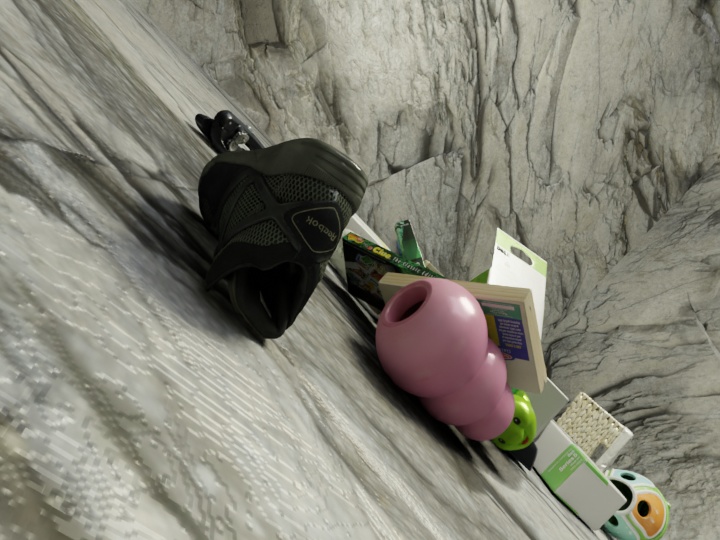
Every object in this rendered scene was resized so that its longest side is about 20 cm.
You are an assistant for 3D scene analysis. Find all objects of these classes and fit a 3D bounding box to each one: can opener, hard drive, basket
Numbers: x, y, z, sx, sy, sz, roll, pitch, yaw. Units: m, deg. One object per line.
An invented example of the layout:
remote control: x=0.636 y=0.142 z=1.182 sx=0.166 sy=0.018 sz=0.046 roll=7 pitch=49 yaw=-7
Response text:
can opener: x=-0.189 y=-0.203 z=0.899 sx=0.079 sy=0.064 sz=0.199 roll=47 pitch=5 yaw=27
hard drive: x=0.222 y=0.238 z=0.928 sx=0.135 sy=0.042 sz=0.200 roll=44 pitch=6 yaw=-20
basket: x=0.595 y=0.455 z=1.429 sx=0.161 sy=0.199 sz=0.199 roll=42 pitch=4 yaw=30

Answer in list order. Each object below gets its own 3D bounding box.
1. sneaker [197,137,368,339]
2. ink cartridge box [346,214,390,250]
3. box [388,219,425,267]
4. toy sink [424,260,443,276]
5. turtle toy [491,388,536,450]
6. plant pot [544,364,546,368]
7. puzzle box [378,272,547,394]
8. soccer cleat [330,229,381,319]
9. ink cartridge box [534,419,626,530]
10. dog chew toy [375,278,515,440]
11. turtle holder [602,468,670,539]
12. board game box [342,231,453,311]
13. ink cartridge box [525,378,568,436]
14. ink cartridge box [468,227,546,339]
sneaker: x=-0.082 y=-0.022 z=0.386 sx=0.076 sy=0.117 sz=0.197 roll=34 pitch=-17 yaw=-35
ink cartridge box: x=-0.001 y=-0.041 z=1.049 sx=0.200 sy=0.083 sz=0.146 roll=44 pitch=6 yaw=-22
box: x=0.108 y=0.015 z=1.113 sx=0.145 sy=0.035 sz=0.205 roll=98 pitch=-25 yaw=-74
toy sink: x=0.179 y=0.066 z=1.425 sx=0.112 sy=0.131 sz=0.201 roll=41 pitch=7 yaw=-27
turtle toy: x=0.170 y=0.154 z=0.735 sx=0.099 sy=0.148 sz=0.201 roll=12 pitch=27 yaw=-40
plant pot: x=0.284 y=0.178 z=1.171 sx=0.200 sy=0.199 sz=0.200 roll=54 pitch=7 yaw=12
puzzle box: x=0.121 y=0.072 z=0.655 sx=0.196 sy=0.025 sz=0.136 roll=8 pitch=-52 yaw=39
soccer cleat: x=0.000 y=0.000 z=0.859 sx=0.201 sy=0.069 sz=0.077 roll=51 pitch=10 yaw=24
ink cartridge box: x=0.378 y=0.358 z=1.020 sx=0.145 sy=0.084 sz=0.200 roll=43 pitch=6 yaw=-22
dog chew toy: x=0.103 y=0.107 z=0.592 sx=0.201 sy=0.124 sz=0.125 roll=51 pitch=2 yaw=-22
turtle holder: x=0.542 y=0.475 z=1.132 sx=0.131 sy=0.141 sz=0.186 roll=39 pitch=9 yaw=-35
board game box: x=0.058 y=0.029 z=0.727 sx=0.197 sy=0.023 sz=0.107 roll=28 pitch=-41 yaw=30
ink cartridge box: x=0.253 y=0.179 z=0.915 sx=0.145 sy=0.084 sz=0.200 roll=45 pitch=4 yaw=9
ink cartridge box: x=0.294 y=0.042 z=1.085 sx=0.145 sy=0.204 sz=0.076 roll=30 pitch=-36 yaw=-14
